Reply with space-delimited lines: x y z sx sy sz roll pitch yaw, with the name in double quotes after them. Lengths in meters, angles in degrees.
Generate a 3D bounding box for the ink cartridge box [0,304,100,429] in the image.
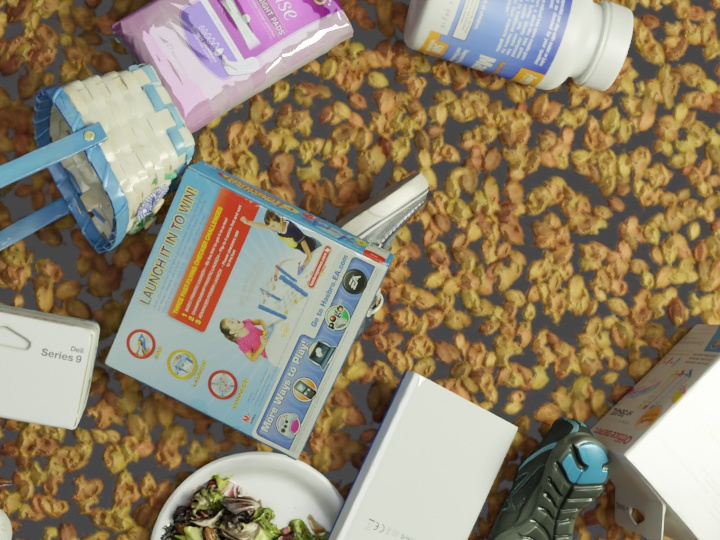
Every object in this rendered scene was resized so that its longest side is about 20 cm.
-0.299 0.074 1.124 0.145 0.200 0.085 11 87 -9 "ink cartridge box"

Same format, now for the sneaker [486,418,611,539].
0.169 0.233 1.271 0.073 0.082 0.201 29 103 -15 "sneaker"

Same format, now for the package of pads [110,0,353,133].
-0.117 -0.221 1.229 0.199 0.076 0.121 -32 96 -9 "package of pads"

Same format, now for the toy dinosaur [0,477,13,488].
-0.443 0.209 1.157 0.200 0.105 0.182 40 103 -19 "toy dinosaur"

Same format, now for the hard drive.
0.054 0.212 1.253 0.131 0.025 0.201 29 83 -26 "hard drive"

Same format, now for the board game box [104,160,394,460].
-0.099 0.035 1.187 0.195 0.056 0.201 26 104 2 "board game box"

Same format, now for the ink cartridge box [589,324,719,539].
0.316 0.163 1.266 0.200 0.129 0.125 -42 95 -9 "ink cartridge box"

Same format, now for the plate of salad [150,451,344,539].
-0.096 0.270 1.232 0.198 0.048 0.202 0 89 -10 "plate of salad"

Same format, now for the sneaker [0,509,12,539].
-0.406 0.258 1.169 0.199 0.080 0.077 -19 89 -30 "sneaker"

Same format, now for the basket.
-0.249 -0.084 1.152 0.199 0.176 0.140 -26 84 -18 "basket"

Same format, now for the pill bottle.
0.150 -0.236 1.258 0.199 0.112 0.113 16 86 -9 "pill bottle"

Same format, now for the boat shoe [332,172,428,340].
0.000 0.000 1.250 0.200 0.075 0.093 -37 99 0 "boat shoe"
